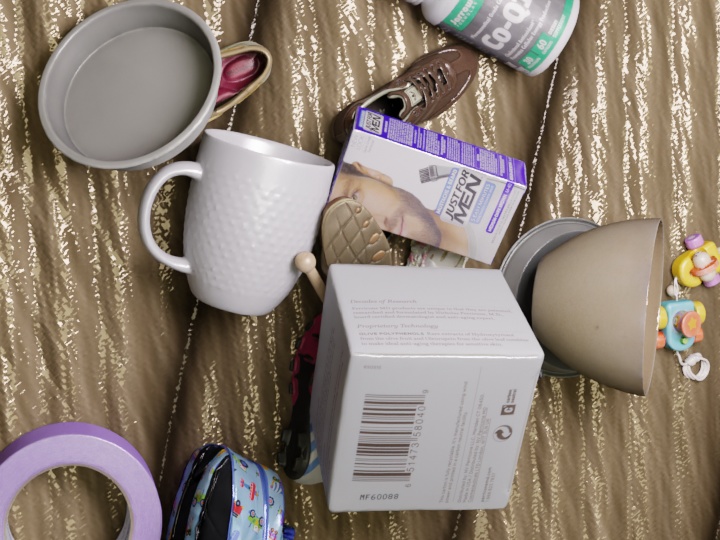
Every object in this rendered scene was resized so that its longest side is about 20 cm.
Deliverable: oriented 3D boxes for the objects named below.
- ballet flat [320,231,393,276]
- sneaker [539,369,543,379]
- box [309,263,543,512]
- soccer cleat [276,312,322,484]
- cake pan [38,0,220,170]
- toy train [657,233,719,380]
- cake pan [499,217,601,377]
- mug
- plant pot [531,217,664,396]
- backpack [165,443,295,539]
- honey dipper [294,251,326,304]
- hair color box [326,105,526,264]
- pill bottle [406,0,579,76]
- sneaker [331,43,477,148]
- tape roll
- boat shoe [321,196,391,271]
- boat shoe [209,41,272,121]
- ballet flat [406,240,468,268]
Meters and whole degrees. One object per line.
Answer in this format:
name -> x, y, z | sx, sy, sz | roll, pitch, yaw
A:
ballet flat -> 0.026, -0.070, 1.317 | 0.066, 0.057, 0.200 | 45, 82, -14
sneaker -> 0.133, 0.082, 1.344 | 0.200, 0.075, 0.114 | 49, 59, -5
box -> 0.059, 0.120, 1.177 | 0.198, 0.172, 0.200 | 1, 120, -12
soccer cleat -> -0.040, 0.149, 1.322 | 0.086, 0.070, 0.202 | 13, 89, -39
cake pan -> -0.235, -0.189, 1.182 | 0.198, 0.037, 0.202 | -5, 66, 11
toy train -> 0.458, 0.039, 1.453 | 0.150, 0.056, 0.201 | 34, 85, -16
cake pan -> 0.263, 0.036, 1.406 | 0.198, 0.037, 0.202 | -1, 95, -16
mug -> -0.142, -0.052, 1.220 | 0.199, 0.148, 0.177 | 10, 102, -28
plant pot -> 0.271, 0.037, 1.308 | 0.133, 0.200, 0.202 | 4, 95, 19
backpack -> -0.141, 0.297, 1.248 | 0.134, 0.182, 0.202 | 13, 79, -25
honey dipper -> -0.023, 0.055, 1.241 | 0.038, 0.038, 0.201 | -37, 129, -10
hair color box -> 0.071, -0.092, 1.250 | 0.198, 0.065, 0.110 | 18, 123, -5
pill bottle -> 0.140, -0.315, 1.300 | 0.199, 0.113, 0.114 | 24, 88, -16
sneaker -> 0.061, -0.196, 1.307 | 0.199, 0.075, 0.071 | -34, 103, -10
tape roll -> -0.320, 0.272, 1.245 | 0.198, 0.066, 0.202 | -2, 95, -17
boat shoe -> 0.001, 0.000, 1.257 | 0.072, 0.068, 0.201 | -28, 124, -6
boat shoe -> -0.184, -0.194, 1.241 | 0.199, 0.066, 0.074 | -35, 103, -10
ballet flat -> 0.109, -0.043, 1.341 | 0.075, 0.064, 0.201 | 23, 89, -17
